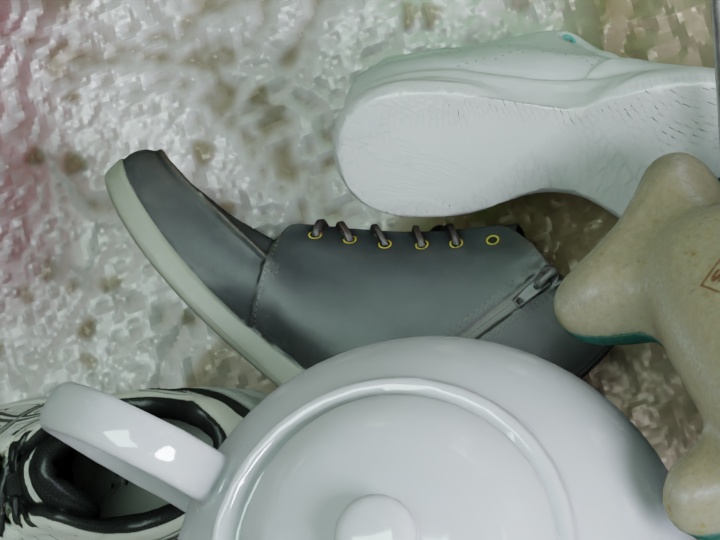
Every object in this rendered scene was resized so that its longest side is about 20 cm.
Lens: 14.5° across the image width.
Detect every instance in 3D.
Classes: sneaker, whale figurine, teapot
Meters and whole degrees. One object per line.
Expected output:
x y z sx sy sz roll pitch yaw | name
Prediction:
-0.120 0.078 1.100 0.199 0.088 0.076 -14 76 20 | sneaker
0.000 0.000 1.083 0.200 0.075 0.106 42 91 14 | sneaker
0.093 -0.059 1.057 0.199 0.089 0.076 8 119 5 | sneaker
0.157 0.029 0.926 0.200 0.104 0.159 24 73 46 | whale figurine
0.014 0.101 0.941 0.199 0.146 0.198 -21 67 7 | teapot

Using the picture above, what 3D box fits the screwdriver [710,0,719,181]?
0.130 -0.047 0.994 0.028 0.029 0.201 13 125 29 | screwdriver
